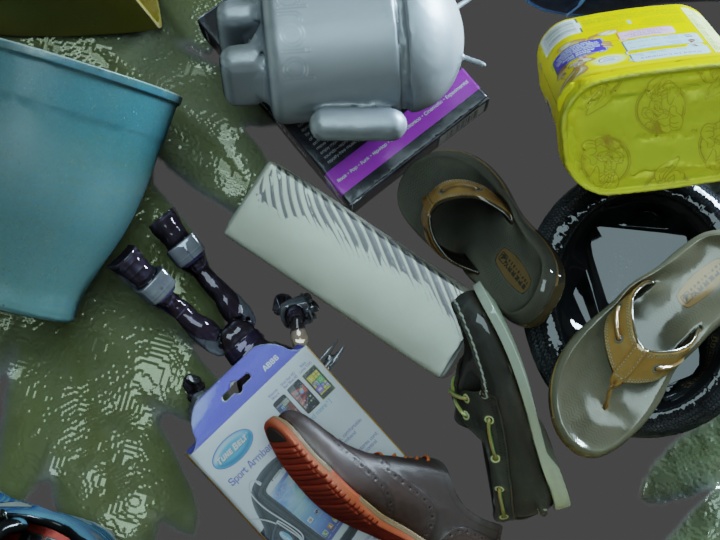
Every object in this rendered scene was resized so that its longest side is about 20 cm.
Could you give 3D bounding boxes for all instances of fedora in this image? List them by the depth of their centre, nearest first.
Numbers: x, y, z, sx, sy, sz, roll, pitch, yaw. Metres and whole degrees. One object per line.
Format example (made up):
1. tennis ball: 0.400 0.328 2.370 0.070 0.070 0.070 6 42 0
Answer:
1. fedora: 0.208 0.027 1.382 0.199 0.092 0.202 0 81 0

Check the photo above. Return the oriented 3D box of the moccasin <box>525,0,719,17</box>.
1. moccasin: 0.226 -0.253 1.467 0.199 0.068 0.081 -8 76 -2

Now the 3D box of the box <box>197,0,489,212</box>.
1. box: -0.015 -0.165 1.463 0.143 0.036 0.200 -37 80 -10

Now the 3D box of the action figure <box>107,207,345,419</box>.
1. action figure: -0.098 0.046 1.394 0.130 0.069 0.200 -43 94 -17

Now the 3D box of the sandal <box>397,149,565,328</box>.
1. sandal: 0.079 -0.028 1.366 0.082 0.054 0.200 -59 40 22

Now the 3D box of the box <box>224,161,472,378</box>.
1. box: 0.000 0.000 1.391 0.199 0.082 0.069 33 93 7

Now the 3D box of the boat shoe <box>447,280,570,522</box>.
1. boat shoe: 0.098 0.102 1.332 0.060 0.072 0.202 -20 118 3

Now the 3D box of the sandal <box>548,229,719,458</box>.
1. sandal: 0.209 0.045 1.304 0.200 0.054 0.080 -44 84 -6

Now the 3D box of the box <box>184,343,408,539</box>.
1. box: -0.035 0.150 1.353 0.119 0.041 0.200 -43 95 -10

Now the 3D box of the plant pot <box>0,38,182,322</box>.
1. plant pot: -0.252 -0.066 1.368 0.199 0.200 0.189 15 91 4

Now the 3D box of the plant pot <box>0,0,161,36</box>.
1. plant pot: -0.279 -0.290 1.423 0.175 0.200 0.201 -12 76 8

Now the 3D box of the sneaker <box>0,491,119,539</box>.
1. sneaker: -0.272 0.191 1.344 0.199 0.090 0.079 10 76 4

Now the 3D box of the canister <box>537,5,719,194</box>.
1. canister: 0.211 -0.132 1.358 0.147 0.200 0.087 -8 111 2

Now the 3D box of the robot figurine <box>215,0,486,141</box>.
1. robot figurine: -0.008 -0.172 1.388 0.199 0.113 0.171 -6 69 -3

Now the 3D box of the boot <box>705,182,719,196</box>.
1. boot: 0.305 -0.101 1.433 0.130 0.068 0.201 3 74 7

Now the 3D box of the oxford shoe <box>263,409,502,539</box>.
1. oxford shoe: 0.017 0.154 1.315 0.200 0.071 0.073 41 72 -17
